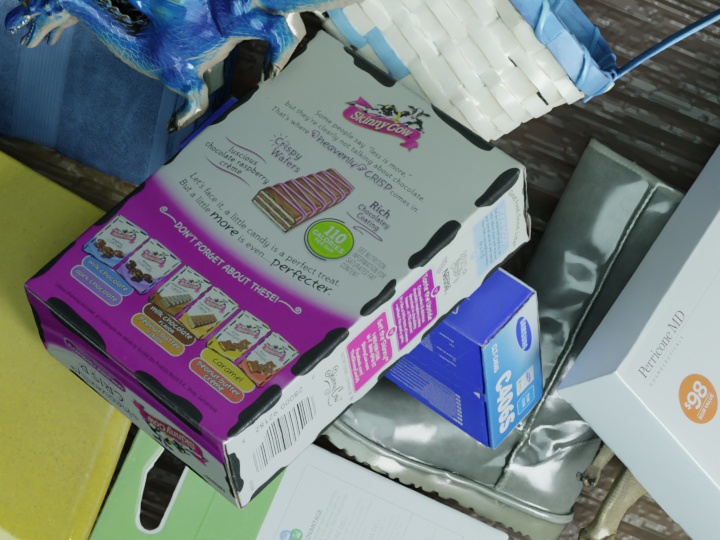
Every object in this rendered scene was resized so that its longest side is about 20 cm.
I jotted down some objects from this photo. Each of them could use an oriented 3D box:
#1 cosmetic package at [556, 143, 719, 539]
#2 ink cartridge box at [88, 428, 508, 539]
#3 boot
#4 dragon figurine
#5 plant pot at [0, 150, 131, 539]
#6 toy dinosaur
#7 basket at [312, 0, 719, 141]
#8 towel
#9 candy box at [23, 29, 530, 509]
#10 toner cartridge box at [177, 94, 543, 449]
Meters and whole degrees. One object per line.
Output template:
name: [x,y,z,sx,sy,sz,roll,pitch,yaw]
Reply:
cosmetic package: [0.203,0.039,1.315,0.151,0.052,0.200,46,55,-14]
ink cartridge box: [-0.035,0.147,1.374,0.200,0.059,0.104,25,71,-2]
boot: [0.082,0.024,1.376,0.181,0.073,0.200,23,107,-16]
dragon figurine: [-0.075,-0.133,1.249,0.200,0.059,0.100,-26,107,26]
plant pot: [-0.193,0.033,1.332,0.200,0.200,0.177,30,88,-4]
toy dinosaur: [0.177,0.081,1.382,0.200,0.101,0.058,-35,56,-6]
basket: [0.077,-0.162,1.304,0.200,0.139,0.177,-33,99,16]
towel: [-0.165,-0.112,1.354,0.199,0.049,0.112,18,135,0]
candy box: [-0.036,-0.004,1.228,0.136,0.061,0.200,37,66,28]
toner cartridge box: [0.000,0.000,1.316,0.200,0.095,0.043,34,66,25]
